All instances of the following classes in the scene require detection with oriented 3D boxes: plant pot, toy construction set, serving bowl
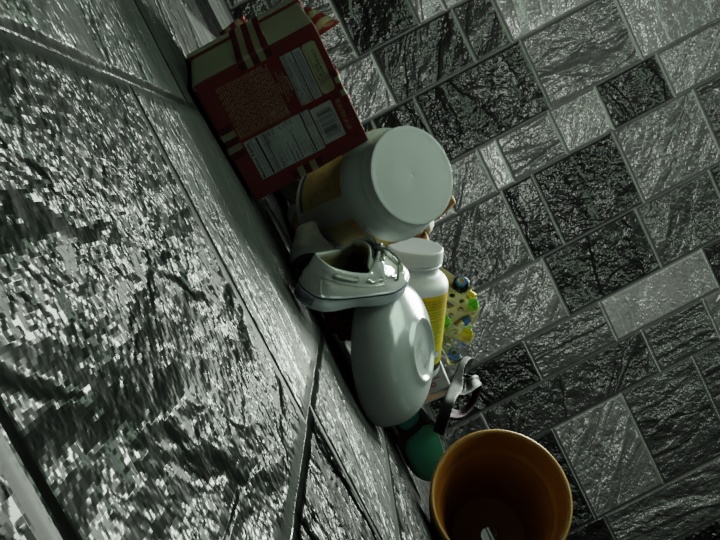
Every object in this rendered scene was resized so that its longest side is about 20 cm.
[{"bbox_3d":[0.196,0.365,1.200,0.184,0.198,0.202,87,-20,-56],"label":"plant pot"},{"bbox_3d":[0.117,0.049,1.349,0.200,0.131,0.092,40,-25,6],"label":"toy construction set"},{"bbox_3d":[0.056,0.106,1.084,0.200,0.065,0.203,-3,90,-67],"label":"serving bowl"}]

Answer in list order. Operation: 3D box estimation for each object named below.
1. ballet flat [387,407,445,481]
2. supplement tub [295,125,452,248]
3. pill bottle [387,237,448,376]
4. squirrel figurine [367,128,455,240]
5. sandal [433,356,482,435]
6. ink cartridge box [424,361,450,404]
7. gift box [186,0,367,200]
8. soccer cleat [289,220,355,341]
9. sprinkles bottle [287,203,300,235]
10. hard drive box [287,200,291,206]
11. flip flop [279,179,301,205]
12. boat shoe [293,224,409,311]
[{"bbox_3d":[0.071,0.229,1.224,0.074,0.073,0.202,-113,178,-65],"label":"ballet flat"},{"bbox_3d":[0.015,-0.102,1.069,0.199,0.144,0.146,-15,-75,59],"label":"supplement tub"},{"bbox_3d":[0.075,0.058,1.236,0.113,0.111,0.203,-112,-155,-69],"label":"pill bottle"},{"bbox_3d":[0.029,-0.127,1.311,0.198,0.142,0.187,-2,-45,44],"label":"squirrel figurine"},{"bbox_3d":[0.156,0.199,1.259,0.200,0.047,0.076,-48,154,-64],"label":"sandal"},{"bbox_3d":[0.091,0.191,1.373,0.200,0.115,0.067,57,12,-76],"label":"ink cartridge box"},{"bbox_3d":[-0.091,-0.220,1.016,0.187,0.198,0.186,-116,-177,-60],"label":"gift box"},{"bbox_3d":[-0.032,0.015,1.080,0.201,0.069,0.087,59,22,-46],"label":"soccer cleat"},{"bbox_3d":[-0.057,-0.032,1.204,0.069,0.068,0.201,61,4,-42],"label":"sprinkles bottle"},{"bbox_3d":[-0.092,-0.170,1.387,0.157,0.076,0.201,86,-15,-45],"label":"hard drive box"},{"bbox_3d":[-0.113,-0.140,1.219,0.200,0.080,0.058,54,-40,46],"label":"flip flop"},{"bbox_3d":[0.004,-0.011,0.983,0.074,0.087,0.201,39,27,30],"label":"boat shoe"}]
